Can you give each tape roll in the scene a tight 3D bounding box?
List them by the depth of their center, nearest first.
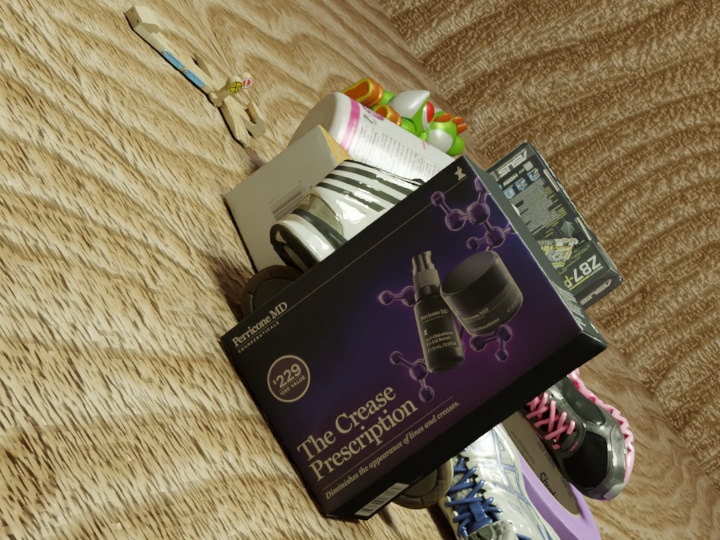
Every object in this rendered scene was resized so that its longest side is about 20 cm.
[{"bbox_3d":[0.120,0.168,1.504,0.200,0.066,0.200,51,11,-13],"label":"tape roll"}]

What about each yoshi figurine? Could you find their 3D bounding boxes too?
[{"bbox_3d":[0.051,-0.171,2.275,0.112,0.113,0.200,11,-4,39],"label":"yoshi figurine"}]

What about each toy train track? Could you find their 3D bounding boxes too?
[{"bbox_3d":[-0.135,-0.179,1.573,0.200,0.032,0.115,39,18,-51],"label":"toy train track"}]

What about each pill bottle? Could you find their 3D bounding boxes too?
[{"bbox_3d":[0.033,-0.061,1.564,0.199,0.114,0.114,29,19,-19],"label":"pill bottle"}]

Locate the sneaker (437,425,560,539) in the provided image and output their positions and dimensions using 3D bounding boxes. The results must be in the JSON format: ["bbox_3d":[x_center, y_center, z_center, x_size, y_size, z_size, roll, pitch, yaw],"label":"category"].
[{"bbox_3d":[0.096,0.177,1.343,0.200,0.075,0.088,53,11,0],"label":"sneaker"}]

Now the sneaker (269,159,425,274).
[{"bbox_3d":[0.031,0.003,1.279,0.076,0.115,0.201,18,-29,54],"label":"sneaker"}]

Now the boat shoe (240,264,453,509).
[{"bbox_3d":[-0.005,0.078,1.248,0.200,0.072,0.076,54,-1,3],"label":"boat shoe"}]

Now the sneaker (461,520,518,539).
[{"bbox_3d":[0.104,0.240,1.184,0.100,0.078,0.200,56,11,-8],"label":"sneaker"}]

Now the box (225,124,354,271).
[{"bbox_3d":[0.000,0.000,1.420,0.200,0.097,0.125,43,15,-47],"label":"box"}]

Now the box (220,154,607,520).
[{"bbox_3d":[0.033,0.045,1.140,0.141,0.200,0.079,57,11,21],"label":"box"}]

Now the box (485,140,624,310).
[{"bbox_3d":[0.123,0.000,1.677,0.162,0.200,0.049,59,13,29],"label":"box"}]

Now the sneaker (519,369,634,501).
[{"bbox_3d":[0.159,0.114,1.527,0.095,0.079,0.200,12,38,-42],"label":"sneaker"}]
